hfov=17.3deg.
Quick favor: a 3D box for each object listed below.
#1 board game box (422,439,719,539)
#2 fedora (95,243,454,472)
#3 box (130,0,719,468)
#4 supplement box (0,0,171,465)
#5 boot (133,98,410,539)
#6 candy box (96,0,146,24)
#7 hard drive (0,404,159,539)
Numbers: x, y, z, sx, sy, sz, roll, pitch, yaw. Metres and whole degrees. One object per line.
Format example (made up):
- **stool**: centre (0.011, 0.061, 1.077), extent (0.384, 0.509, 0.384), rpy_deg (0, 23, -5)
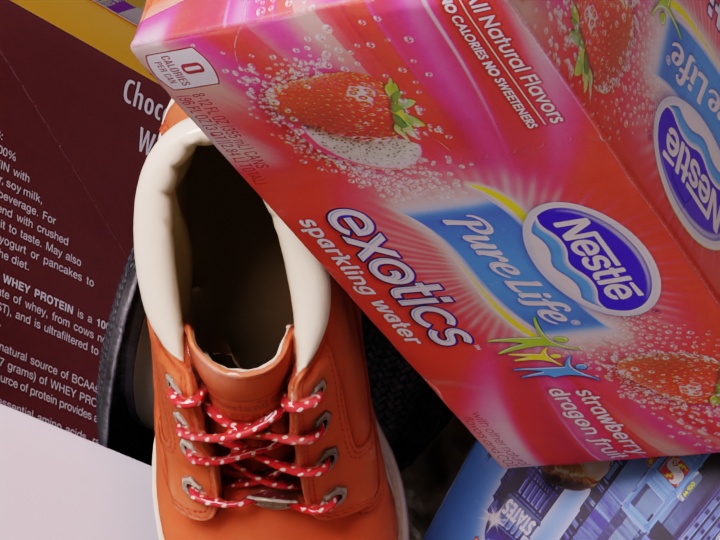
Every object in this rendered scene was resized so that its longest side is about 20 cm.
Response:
- **board game box**: centre (0.080, 0.114, 0.676), extent (0.200, 0.062, 0.200), rpy_deg (-52, 43, 11)
- **fedora**: centre (0.000, 0.000, 0.771), extent (0.092, 0.201, 0.201), rpy_deg (27, 89, 18)
- **box**: centre (0.044, -0.039, 0.599), extent (0.100, 0.200, 0.096), rpy_deg (-7, 53, 31)
- **supplement box**: centre (-0.147, 0.008, 0.853), extent (0.133, 0.197, 0.200), rpy_deg (-18, 58, 37)
- **boot**: centre (-0.030, 0.044, 0.651), extent (0.075, 0.107, 0.200), rpy_deg (-6, 101, 4)
- **candy box**: centre (-0.135, -0.094, 0.966), extent (0.200, 0.102, 0.026), rpy_deg (-13, 66, 40)
- **hard drive**: centre (-0.075, 0.125, 0.719), extent (0.025, 0.200, 0.132), rpy_deg (-9, 63, 42)
